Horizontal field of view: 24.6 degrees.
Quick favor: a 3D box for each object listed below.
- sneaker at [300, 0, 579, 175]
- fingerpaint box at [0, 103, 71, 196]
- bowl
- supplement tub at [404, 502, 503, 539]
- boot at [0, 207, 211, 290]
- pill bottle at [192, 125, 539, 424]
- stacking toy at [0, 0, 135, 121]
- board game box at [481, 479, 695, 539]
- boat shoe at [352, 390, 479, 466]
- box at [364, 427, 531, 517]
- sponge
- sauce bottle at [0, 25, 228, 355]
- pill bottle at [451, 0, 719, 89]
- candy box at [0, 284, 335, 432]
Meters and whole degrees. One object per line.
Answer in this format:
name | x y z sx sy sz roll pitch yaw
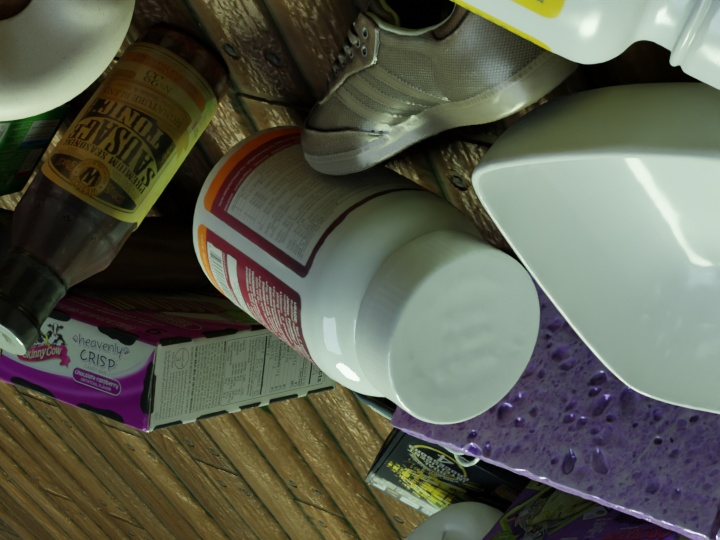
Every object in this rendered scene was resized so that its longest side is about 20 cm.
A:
sneaker | 0.024 -0.103 0.784 0.200 0.070 0.076 -15 111 55
fingerpaint box | -0.282 -0.111 0.995 0.166 0.074 0.200 32 -174 -2
bowl | 0.172 -0.014 0.749 0.199 0.075 0.200 6 146 46
supplement tub | 0.115 0.271 1.158 0.200 0.145 0.144 37 156 -21
boot | -0.161 -0.004 1.055 0.199 0.065 0.186 7 -166 -34
pill bottle | 0.000 0.000 0.871 0.200 0.110 0.110 33 167 52
stacking toy | -0.203 -0.152 0.905 0.146 0.146 0.200 36 175 -12
board game box | 0.162 0.134 0.995 0.032 0.120 0.200 54 153 -10
boat shoe | 0.078 0.085 1.052 0.062 0.075 0.199 2 -169 -46
box | 0.111 0.164 1.207 0.199 0.049 0.161 29 158 0
sponge | 0.123 0.067 0.918 0.199 0.112 0.030 17 170 30
sauce bottle | -0.146 -0.044 0.912 0.066 0.201 0.066 23 155 12
pill bottle | 0.063 -0.141 0.579 0.199 0.112 0.111 29 157 7
candy box | -0.122 0.049 1.108 0.136 0.061 0.200 15 -168 33
